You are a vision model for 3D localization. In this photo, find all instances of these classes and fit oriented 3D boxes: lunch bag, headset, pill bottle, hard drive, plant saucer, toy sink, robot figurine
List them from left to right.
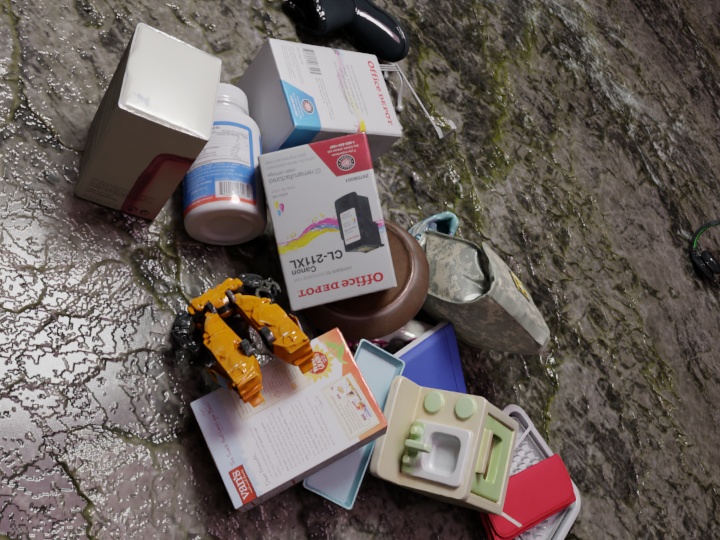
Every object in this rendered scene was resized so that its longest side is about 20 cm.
[{"bbox_3d":[-0.187,-0.147,1.021,0.111,0.112,0.203,10,61,-33],"label":"pill bottle"},{"bbox_3d":[-0.143,0.075,0.901,0.144,0.200,0.059,-31,125,-18],"label":"robot figurine"},{"bbox_3d":[-0.007,0.190,0.942,0.069,0.019,0.202,29,63,-12],"label":"plant saucer"},{"bbox_3d":[0.000,0.000,1.062,0.197,0.035,0.203,-2,60,4],"label":"plant saucer"},{"bbox_3d":[0.071,0.175,1.052,0.199,0.025,0.134,-29,115,-36],"label":"hard drive"},{"bbox_3d":[0.120,0.232,0.984,0.200,0.111,0.132,38,62,-49],"label":"toy sink"},{"bbox_3d":[0.174,0.039,1.099,0.164,0.199,0.118,42,77,-35],"label":"lunch bag"},{"bbox_3d":[0.842,-0.015,1.745,0.093,0.122,0.204,8,75,-55],"label":"headset"}]

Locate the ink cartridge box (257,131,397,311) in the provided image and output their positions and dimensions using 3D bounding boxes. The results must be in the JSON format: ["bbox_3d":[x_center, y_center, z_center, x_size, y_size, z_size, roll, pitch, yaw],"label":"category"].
[{"bbox_3d":[-0.042,-0.062,0.977,0.143,0.083,0.203,-13,95,-3],"label":"ink cartridge box"}]

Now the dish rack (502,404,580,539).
[{"bbox_3d":[0.241,0.327,1.142,0.201,0.043,0.171,54,46,-1],"label":"dish rack"}]

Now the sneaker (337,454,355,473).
[{"bbox_3d":[-0.070,0.210,0.964,0.077,0.073,0.201,-33,87,-18],"label":"sneaker"}]

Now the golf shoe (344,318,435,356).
[{"bbox_3d":[0.047,0.080,1.108,0.198,0.075,0.093,7,58,-36],"label":"golf shoe"}]

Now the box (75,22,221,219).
[{"bbox_3d":[-0.261,-0.173,0.917,0.108,0.200,0.130,18,57,-27],"label":"box"}]

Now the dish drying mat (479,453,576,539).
[{"bbox_3d":[0.248,0.334,1.103,0.198,0.018,0.078,-10,73,-40],"label":"dish drying mat"}]

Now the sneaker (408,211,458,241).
[{"bbox_3d":[0.089,-0.037,1.190,0.078,0.086,0.200,48,47,-5],"label":"sneaker"}]

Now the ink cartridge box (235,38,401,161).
[{"bbox_3d":[-0.068,-0.235,1.134,0.198,0.146,0.149,-4,68,-38],"label":"ink cartridge box"}]

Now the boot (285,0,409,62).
[{"bbox_3d":[-0.025,-0.430,1.317,0.201,0.076,0.168,49,43,4],"label":"boot"}]

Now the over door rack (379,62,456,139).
[{"bbox_3d":[0.047,-0.284,1.292,0.146,0.067,0.201,-11,53,-41],"label":"over door rack"}]

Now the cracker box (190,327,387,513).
[{"bbox_3d":[-0.083,0.176,0.889,0.198,0.058,0.135,-26,70,-11],"label":"cracker box"}]
